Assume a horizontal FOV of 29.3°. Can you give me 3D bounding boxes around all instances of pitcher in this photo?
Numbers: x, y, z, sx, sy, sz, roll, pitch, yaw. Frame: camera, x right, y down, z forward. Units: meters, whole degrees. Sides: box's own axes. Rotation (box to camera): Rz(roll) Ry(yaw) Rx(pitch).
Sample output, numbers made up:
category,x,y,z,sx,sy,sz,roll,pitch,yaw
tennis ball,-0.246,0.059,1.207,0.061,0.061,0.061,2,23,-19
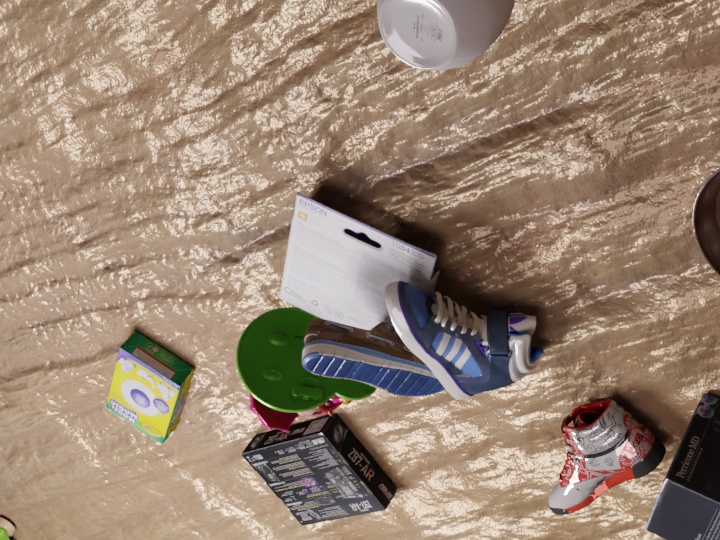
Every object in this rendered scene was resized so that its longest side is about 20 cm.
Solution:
category,x,y,z,sx,sy,sz,roll,pitch,yaw
pitcher,0.095,-0.293,1.277,0.121,0.200,0.172,18,135,20

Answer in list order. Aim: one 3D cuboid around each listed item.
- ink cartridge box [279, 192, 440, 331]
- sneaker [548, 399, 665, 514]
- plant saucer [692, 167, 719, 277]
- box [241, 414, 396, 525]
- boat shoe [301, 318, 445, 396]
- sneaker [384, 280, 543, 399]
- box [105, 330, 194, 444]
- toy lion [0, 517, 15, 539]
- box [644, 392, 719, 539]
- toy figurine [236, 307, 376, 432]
category,x,y,z,sx,sy,sz,roll,pitch,yaw
ink cartridge box,0.000,0.000,1.743,0.195,0.043,0.201,25,136,11
sneaker,0.282,0.232,1.743,0.108,0.067,0.201,44,136,-7
plant saucer,0.438,-0.044,1.393,0.199,0.035,0.201,21,137,20
box,-0.064,0.304,2.076,0.199,0.044,0.160,-22,114,45
boat shoe,0.025,0.103,1.732,0.199,0.073,0.072,16,145,-19
sneaker,0.136,0.063,1.665,0.146,0.081,0.200,-26,121,22
box,-0.336,0.193,2.165,0.117,0.048,0.200,31,141,7
toy lion,-0.763,0.563,2.820,0.199,0.069,0.192,20,144,20
box,0.453,0.260,1.581,0.199,0.149,0.107,23,138,15
toy figurine,-0.082,0.161,1.920,0.198,0.151,0.184,10,153,-6
